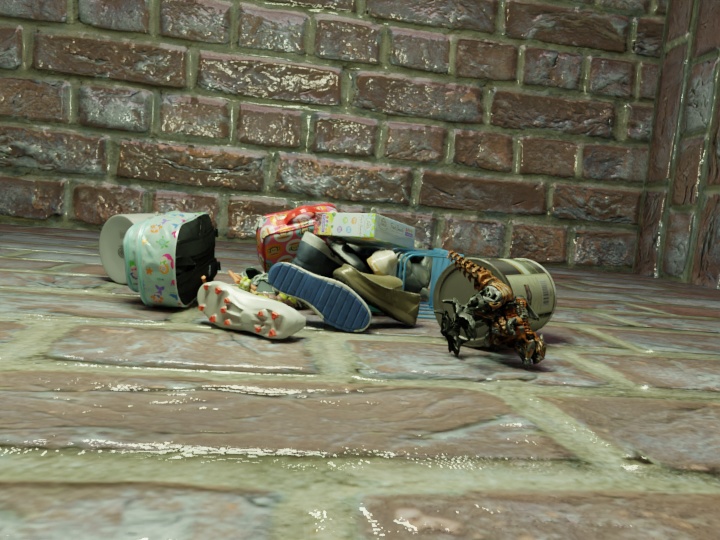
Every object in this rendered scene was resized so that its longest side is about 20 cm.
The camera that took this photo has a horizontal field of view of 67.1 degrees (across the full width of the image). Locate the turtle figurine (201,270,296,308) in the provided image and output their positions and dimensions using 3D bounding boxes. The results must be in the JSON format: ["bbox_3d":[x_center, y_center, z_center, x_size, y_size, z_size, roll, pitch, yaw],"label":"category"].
[{"bbox_3d":[-0.203,0.049,0.996,0.160,0.065,0.200,13,-14,-28],"label":"turtle figurine"}]

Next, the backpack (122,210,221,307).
[{"bbox_3d":[-0.360,-0.021,1.033,0.149,0.179,0.200,1,16,-2],"label":"backpack"}]

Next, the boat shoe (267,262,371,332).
[{"bbox_3d":[-0.066,0.043,0.967,0.199,0.073,0.072,31,0,9],"label":"boat shoe"}]

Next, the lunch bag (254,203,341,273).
[{"bbox_3d":[-0.136,-0.073,1.229,0.199,0.177,0.082,-13,50,-18],"label":"lunch bag"}]

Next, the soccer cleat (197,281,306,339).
[{"bbox_3d":[-0.180,0.067,0.877,0.199,0.070,0.077,16,5,28],"label":"soccer cleat"}]

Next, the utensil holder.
[{"bbox_3d":[-0.492,-0.054,1.306,0.169,0.171,0.200,8,9,29],"label":"utensil holder"}]

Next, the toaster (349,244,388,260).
[{"bbox_3d":[-0.010,-0.049,1.374,0.113,0.130,0.200,3,-35,-19],"label":"toaster"}]

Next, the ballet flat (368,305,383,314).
[{"bbox_3d":[-0.031,0.058,1.113,0.199,0.069,0.067,14,-3,-24],"label":"ballet flat"}]

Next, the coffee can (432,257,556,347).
[{"bbox_3d":[0.242,0.051,0.966,0.146,0.148,0.199,9,7,40],"label":"coffee can"}]

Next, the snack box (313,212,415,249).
[{"bbox_3d":[0.014,-0.082,1.146,0.141,0.053,0.200,3,-3,29],"label":"snack box"}]

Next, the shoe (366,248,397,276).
[{"bbox_3d":[0.054,-0.010,1.117,0.070,0.053,0.200,50,2,4],"label":"shoe"}]

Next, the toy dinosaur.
[{"bbox_3d":[0.190,0.062,0.819,0.135,0.103,0.200,-25,49,-19],"label":"toy dinosaur"}]

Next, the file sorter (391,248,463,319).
[{"bbox_3d":[0.133,0.024,1.181,0.122,0.140,0.200,3,6,-7],"label":"file sorter"}]

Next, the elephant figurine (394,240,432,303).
[{"bbox_3d":[0.089,0.010,1.414,0.141,0.156,0.199,38,-38,-22],"label":"elephant figurine"}]

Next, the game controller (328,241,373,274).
[{"bbox_3d":[0.000,0.000,1.144,0.104,0.042,0.200,51,5,26],"label":"game controller"}]

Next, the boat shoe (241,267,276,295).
[{"bbox_3d":[-0.225,0.032,1.175,0.072,0.062,0.200,3,6,-21],"label":"boat shoe"}]

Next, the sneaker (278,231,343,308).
[{"bbox_3d":[-0.103,0.014,1.165,0.077,0.147,0.202,26,-5,25],"label":"sneaker"}]

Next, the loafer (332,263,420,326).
[{"bbox_3d":[0.034,0.035,1.001,0.199,0.068,0.076,33,-14,-33],"label":"loafer"}]
